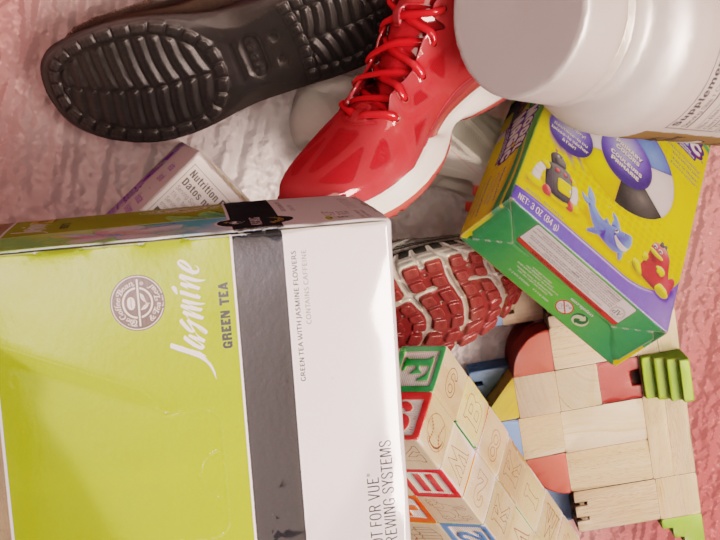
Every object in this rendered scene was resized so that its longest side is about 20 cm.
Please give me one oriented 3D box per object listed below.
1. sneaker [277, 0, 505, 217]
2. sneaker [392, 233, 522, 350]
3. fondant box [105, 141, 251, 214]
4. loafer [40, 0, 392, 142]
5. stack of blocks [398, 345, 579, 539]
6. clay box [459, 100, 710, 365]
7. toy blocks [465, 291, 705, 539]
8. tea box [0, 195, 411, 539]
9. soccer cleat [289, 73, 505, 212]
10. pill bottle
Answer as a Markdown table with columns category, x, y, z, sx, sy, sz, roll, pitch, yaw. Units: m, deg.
| category | x | y | z | sx | sy | sz | roll | pitch | yaw |
| --- | --- | --- | --- | --- | --- | --- | --- | --- | --- |
| sneaker | 0.016 | -0.115 | 0.799 | 0.200 | 0.078 | 0.116 | -47 | 137 | -32 |
| sneaker | 0.000 | 0.000 | 0.881 | 0.197 | 0.083 | 0.078 | -6 | 137 | -5 |
| fondant box | -0.144 | 0.021 | 0.828 | 0.200 | 0.144 | 0.058 | -43 | 102 | -3 |
| loafer | -0.079 | -0.126 | 0.865 | 0.198 | 0.071 | 0.074 | -11 | 120 | 3 |
| stack of blocks | 0.033 | 0.124 | 0.873 | 0.200 | 0.114 | 0.059 | 54 | 45 | -40 |
| clay box | 0.134 | -0.057 | 0.864 | 0.115 | 0.048 | 0.201 | 38 | 45 | -14 |
| toy blocks | 0.124 | 0.077 | 0.931 | 0.135 | 0.100 | 0.202 | -10 | 99 | 1 |
| tea box | -0.082 | 0.077 | 0.700 | 0.194 | 0.134 | 0.203 | -4 | 98 | -8 |
| soccer cleat | 0.056 | -0.078 | 0.899 | 0.198 | 0.069 | 0.079 | 13 | 78 | -16 |
| pill bottle | 0.147 | -0.125 | 0.799 | 0.199 | 0.114 | 0.116 | 0 | 99 | -43 |
